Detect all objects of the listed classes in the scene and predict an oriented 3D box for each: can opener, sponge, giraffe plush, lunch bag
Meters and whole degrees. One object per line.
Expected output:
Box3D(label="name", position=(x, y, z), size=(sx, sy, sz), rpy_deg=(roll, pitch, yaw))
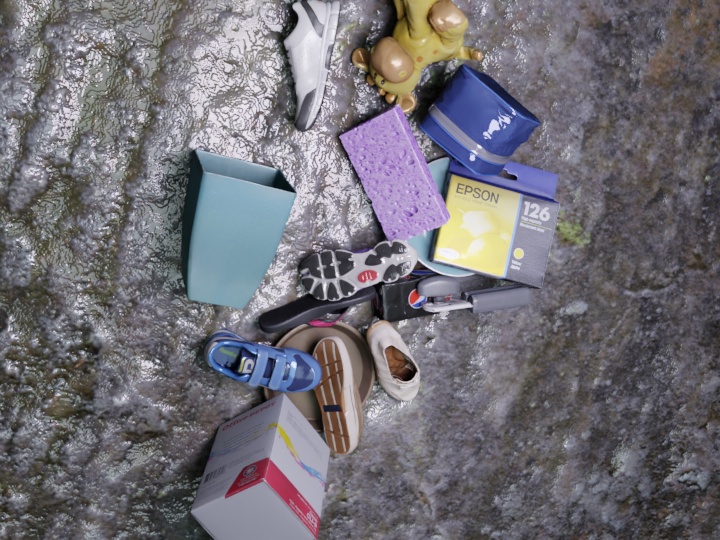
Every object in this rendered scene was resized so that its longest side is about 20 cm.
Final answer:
Box3D(label="can opener", position=(0.192, 0.042, 1.407), size=(0.197, 0.053, 0.067), rpy_deg=(-3, 103, -19))
Box3D(label="sponge", position=(0.055, -0.150, 1.348), size=(0.111, 0.030, 0.202), rpy_deg=(-20, 104, 30))
Box3D(label="giraffe plush", position=(0.072, -0.347, 1.306), size=(0.162, 0.173, 0.200), rpy_deg=(-42, 147, 6))
Box3D(label="lunch bag", position=(0.185, -0.226, 1.332), size=(0.136, 0.199, 0.133), rpy_deg=(45, 110, 15))

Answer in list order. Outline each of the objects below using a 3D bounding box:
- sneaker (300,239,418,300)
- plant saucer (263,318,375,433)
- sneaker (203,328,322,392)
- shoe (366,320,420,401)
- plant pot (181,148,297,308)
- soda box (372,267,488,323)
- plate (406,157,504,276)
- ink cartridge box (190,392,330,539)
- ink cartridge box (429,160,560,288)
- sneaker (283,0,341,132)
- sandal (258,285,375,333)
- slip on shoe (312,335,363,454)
Box3D(label="sneaker", position=(0.000, 0.000, 1.373), size=(0.197, 0.083, 0.082), rpy_deg=(-9, 90, 12))
Box3D(label="plant saucer", position=(-0.070, 0.177, 1.430), size=(0.197, 0.029, 0.203), rpy_deg=(-5, 105, -18))
Box3D(label="sneaker", position=(-0.158, 0.152, 1.341), size=(0.197, 0.082, 0.075), rpy_deg=(14, 93, -3))
Box3D(label="shoe", position=(0.060, 0.167, 1.429), size=(0.070, 0.053, 0.201), rpy_deg=(-35, 134, -9))
Box3D(label="plant pot", position=(-0.201, -0.056, 1.273), size=(0.140, 0.141, 0.202), rpy_deg=(12, 106, -21))
Box3D(label="soda box", position=(0.119, 0.034, 1.443), size=(0.197, 0.063, 0.072), rpy_deg=(-9, 106, -18))
Box3D(label="plate", position=(0.160, -0.090, 1.426), size=(0.197, 0.026, 0.203), rpy_deg=(1, 86, -9))
Box3D(label="ink cartridge box", position=(-0.150, 0.328, 1.328), size=(0.144, 0.201, 0.145), rpy_deg=(-28, 115, 20))
Box3D(label="ink cartridge box", position=(0.229, -0.089, 1.404), size=(0.195, 0.047, 0.203), rpy_deg=(13, 87, -8))
Box3D(label="sneaker", position=(-0.084, -0.315, 1.294), size=(0.079, 0.074, 0.203), rpy_deg=(9, 96, -6))
Box3D(label="sandal", position=(-0.069, 0.068, 1.386), size=(0.198, 0.075, 0.046), rpy_deg=(-20, 115, -6))
Box3D(label="slip on shoe", position=(-0.031, 0.203, 1.407), size=(0.060, 0.075, 0.203), rpy_deg=(-23, 105, -55))
